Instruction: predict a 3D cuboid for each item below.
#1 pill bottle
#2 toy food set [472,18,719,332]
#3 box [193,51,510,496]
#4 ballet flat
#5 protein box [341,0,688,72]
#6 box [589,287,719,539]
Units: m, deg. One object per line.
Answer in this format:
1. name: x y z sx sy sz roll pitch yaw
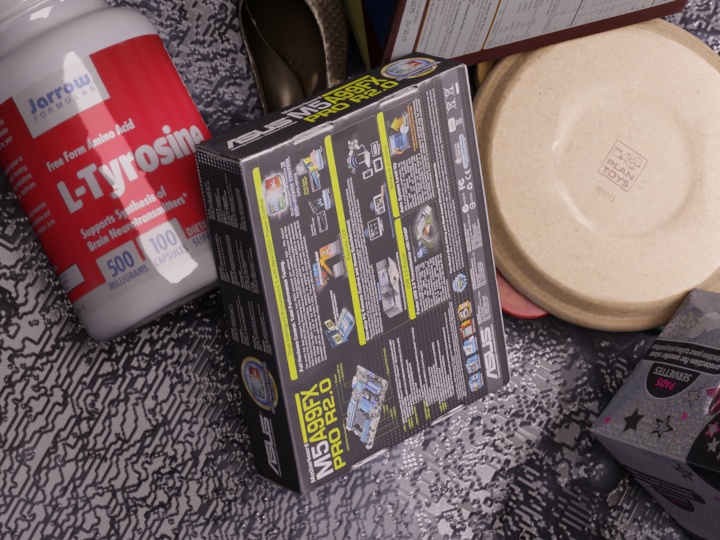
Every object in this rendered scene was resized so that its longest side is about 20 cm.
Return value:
1. pill bottle: -0.143 -0.071 1.222 0.112 0.112 0.200 -28 89 -14
2. toy food set: 0.147 -0.058 1.316 0.199 0.049 0.199 19 79 -9
3. box: 0.000 0.000 1.210 0.160 0.044 0.201 -26 119 -32
4. ballet flat: -0.038 -0.108 1.273 0.046 0.067 0.201 -12 89 -52
5. protein box: 0.078 -0.240 1.258 0.199 0.135 0.199 -15 71 -13
6. box: 0.246 0.102 1.221 0.132 0.200 0.115 45 74 -27
